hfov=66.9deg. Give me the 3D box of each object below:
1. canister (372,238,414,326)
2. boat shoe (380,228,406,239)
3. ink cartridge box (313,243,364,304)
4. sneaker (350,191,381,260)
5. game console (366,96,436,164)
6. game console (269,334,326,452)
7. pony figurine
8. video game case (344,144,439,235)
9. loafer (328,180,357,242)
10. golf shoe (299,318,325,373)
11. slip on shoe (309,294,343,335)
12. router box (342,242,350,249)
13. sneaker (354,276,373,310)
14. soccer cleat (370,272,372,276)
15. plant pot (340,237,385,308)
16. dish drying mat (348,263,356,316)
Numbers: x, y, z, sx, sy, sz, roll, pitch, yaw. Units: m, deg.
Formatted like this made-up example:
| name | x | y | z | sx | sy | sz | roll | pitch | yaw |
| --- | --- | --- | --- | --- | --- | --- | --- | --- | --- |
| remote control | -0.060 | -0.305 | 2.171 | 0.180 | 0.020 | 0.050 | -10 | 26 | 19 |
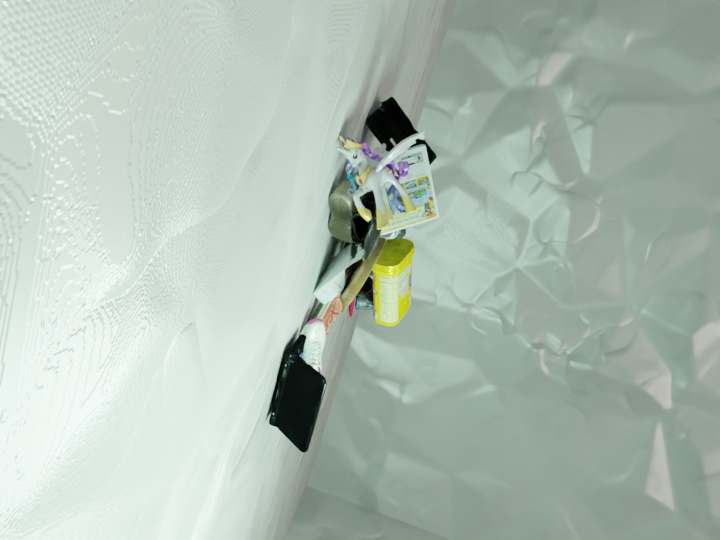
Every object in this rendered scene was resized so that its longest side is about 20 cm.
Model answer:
| name | x | y | z | sx | sy | sz | roll | pitch | yaw |
| --- | --- | --- | --- | --- | --- | --- | --- | --- | --- |
| canister | 0.088 | 0.033 | 1.495 | 0.149 | 0.086 | 0.202 | -47 | 144 | -47 |
| boat shoe | 0.038 | -0.125 | 1.459 | 0.056 | 0.199 | 0.069 | 9 | 105 | -45 |
| ink cartridge box | -0.023 | -0.019 | 1.397 | 0.199 | 0.047 | 0.161 | -35 | -161 | 36 |
| sneaker | 0.016 | -0.116 | 1.205 | 0.104 | 0.059 | 0.202 | 29 | 68 | -72 |
| game console | 0.098 | -0.345 | 1.455 | 0.176 | 0.200 | 0.116 | -49 | -164 | -29 |
| game console | -0.134 | 0.283 | 1.282 | 0.176 | 0.115 | 0.202 | -57 | 165 | -71 |
| pony figurine | 0.044 | -0.205 | 1.149 | 0.192 | 0.166 | 0.202 | -30 | 102 | -40 |
| video game case | 0.078 | -0.185 | 1.303 | 0.023 | 0.198 | 0.184 | -122 | -165 | -67 |
| loafer | -0.031 | -0.133 | 1.265 | 0.200 | 0.075 | 0.069 | 97 | 18 | -64 |
| golf shoe | -0.120 | 0.221 | 1.392 | 0.092 | 0.075 | 0.202 | 44 | -53 | 49 |
| slip on shoe | -0.068 | 0.085 | 1.477 | 0.201 | 0.061 | 0.074 | -60 | -163 | -7 |
| router box | 0.007 | -0.104 | 1.605 | 0.151 | 0.062 | 0.200 | -69 | -171 | -26 |
| sneaker | 0.024 | 0.063 | 1.653 | 0.201 | 0.081 | 0.074 | -92 | -170 | -60 |
| soccer cleat | 0.031 | -0.016 | 1.609 | 0.087 | 0.070 | 0.200 | -55 | -179 | -19 |
| plant pot | 0.000 | 0.000 | 1.351 | 0.201 | 0.027 | 0.200 | -59 | -174 | 11 |
| dish drying mat | -0.017 | 0.038 | 1.566 | 0.077 | 0.018 | 0.201 | -87 | -174 | -46 |
